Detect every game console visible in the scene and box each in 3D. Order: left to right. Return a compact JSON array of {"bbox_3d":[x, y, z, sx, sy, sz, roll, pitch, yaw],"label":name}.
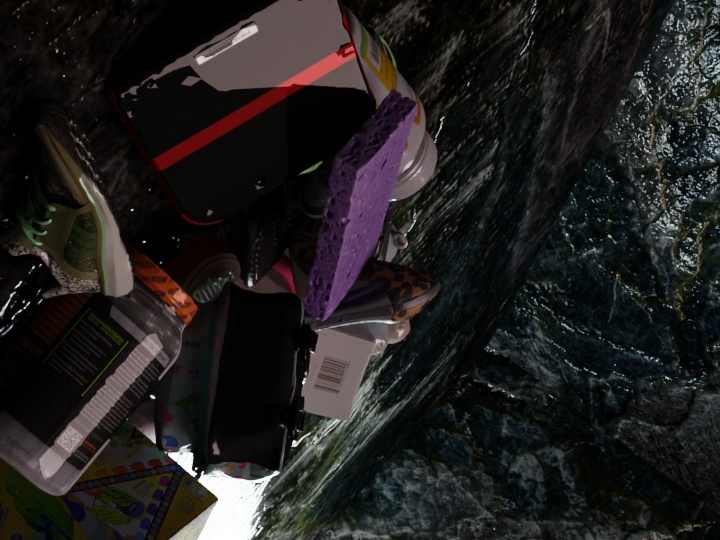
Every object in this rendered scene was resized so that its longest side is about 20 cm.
[{"bbox_3d":[-0.089,-0.138,0.967,0.199,0.031,0.178,-31,138,-6],"label":"game console"}]

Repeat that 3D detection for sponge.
[{"bbox_3d":[-0.003,-0.055,1.062,0.112,0.030,0.201,-54,167,-40],"label":"sponge"}]

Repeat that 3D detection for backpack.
[{"bbox_3d":[-0.123,0.115,1.139,0.200,0.148,0.180,106,-10,-75],"label":"backpack"}]

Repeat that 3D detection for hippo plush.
[{"bbox_3d":[0.017,0.007,1.637,0.200,0.159,0.162,-41,162,-42],"label":"hippo plush"}]

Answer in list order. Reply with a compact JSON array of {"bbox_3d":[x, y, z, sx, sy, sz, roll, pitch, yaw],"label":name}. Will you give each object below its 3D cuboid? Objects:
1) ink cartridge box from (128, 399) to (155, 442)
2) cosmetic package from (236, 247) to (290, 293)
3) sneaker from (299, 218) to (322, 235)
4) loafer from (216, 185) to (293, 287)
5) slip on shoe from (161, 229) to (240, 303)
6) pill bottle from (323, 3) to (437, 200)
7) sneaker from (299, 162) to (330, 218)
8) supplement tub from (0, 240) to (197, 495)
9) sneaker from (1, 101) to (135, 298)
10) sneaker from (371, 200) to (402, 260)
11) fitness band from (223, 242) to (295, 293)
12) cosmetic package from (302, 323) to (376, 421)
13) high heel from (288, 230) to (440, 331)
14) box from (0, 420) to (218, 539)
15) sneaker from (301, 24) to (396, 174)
[{"bbox_3d":[-0.306,0.248,1.351,0.202,0.057,0.162,-62,166,10],"label":"ink cartridge box"},{"bbox_3d":[-0.127,0.064,1.400,0.071,0.101,0.201,-38,160,-52],"label":"cosmetic package"},{"bbox_3d":[0.007,-0.031,1.471,0.131,0.197,0.080,-61,142,-19],"label":"sneaker"},{"bbox_3d":[-0.115,-0.065,1.173,0.073,0.071,0.201,-46,155,-32],"label":"loafer"},{"bbox_3d":[-0.191,0.035,1.200,0.074,0.062,0.200,-2,142,-46],"label":"slip on shoe"},{"bbox_3d":[-0.006,-0.151,1.116,0.112,0.111,0.200,-53,139,-5],"label":"pill bottle"},{"bbox_3d":[-0.032,-0.130,1.332,0.113,0.076,0.200,-8,151,-48],"label":"sneaker"},{"bbox_3d":[-0.238,0.079,1.012,0.201,0.122,0.123,-50,166,-13],"label":"supplement tub"},{"bbox_3d":[-0.228,-0.037,0.885,0.088,0.077,0.201,-20,142,-11],"label":"sneaker"},{"bbox_3d":[0.022,-0.078,1.418,0.079,0.075,0.203,30,56,-47],"label":"sneaker"},{"bbox_3d":[-0.140,0.065,1.282,0.202,0.142,0.037,-61,-160,8],"label":"fitness band"},{"bbox_3d":[-0.052,0.092,1.478,0.200,0.080,0.114,-118,-134,-68],"label":"cosmetic package"},{"bbox_3d":[0.000,0.000,1.215,0.201,0.140,0.072,-107,-174,-62],"label":"high heel"},{"bbox_3d":[-0.275,0.258,1.164,0.122,0.192,0.201,-31,153,-56],"label":"box"},{"bbox_3d":[-0.045,-0.175,1.205,0.201,0.076,0.084,-50,145,-20],"label":"sneaker"}]
